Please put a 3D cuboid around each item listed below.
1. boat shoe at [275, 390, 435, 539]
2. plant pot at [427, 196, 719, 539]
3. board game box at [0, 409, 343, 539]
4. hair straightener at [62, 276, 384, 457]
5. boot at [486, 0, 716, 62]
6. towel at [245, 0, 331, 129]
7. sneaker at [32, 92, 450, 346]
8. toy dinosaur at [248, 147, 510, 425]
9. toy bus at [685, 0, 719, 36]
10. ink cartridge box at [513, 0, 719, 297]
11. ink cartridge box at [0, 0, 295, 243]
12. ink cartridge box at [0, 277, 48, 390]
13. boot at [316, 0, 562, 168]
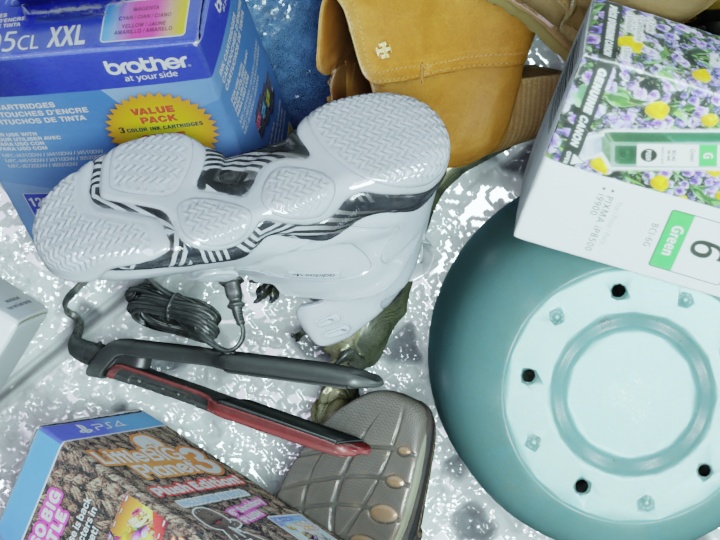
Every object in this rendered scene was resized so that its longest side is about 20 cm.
[{"bbox_3d":[-0.007,0.153,1.163,0.074,0.073,0.200,29,105,25],"label":"boat shoe"},{"bbox_3d":[0.133,0.052,1.103,0.200,0.161,0.201,0,94,3],"label":"plant pot"},{"bbox_3d":[-0.093,0.190,1.114,0.200,0.097,0.160,31,106,24],"label":"board game box"},{"bbox_3d":[-0.075,0.036,1.143,0.200,0.041,0.077,16,95,30],"label":"hair straightener"},{"bbox_3d":[0.101,-0.175,0.985,0.175,0.200,0.066,37,71,4],"label":"boot"},{"bbox_3d":[-0.083,-0.155,1.118,0.200,0.049,0.112,27,98,-23],"label":"towel"},{"bbox_3d":[-0.052,-0.011,1.049,0.200,0.115,0.075,-15,51,-9],"label":"sneaker"},{"bbox_3d":[0.000,0.000,1.157,0.088,0.047,0.200,25,95,-35],"label":"toy dinosaur"},{"bbox_3d":[0.249,-0.160,1.066,0.192,0.200,0.136,1,94,-6],"label":"toy bus"},{"bbox_3d":[0.181,-0.040,0.991,0.200,0.050,0.109,17,130,-2],"label":"ink cartridge box"},{"bbox_3d":[-0.119,-0.089,1.080,0.136,0.200,0.076,-4,51,14],"label":"ink cartridge box"},{"bbox_3d":[-0.293,0.031,1.164,0.200,0.084,0.146,32,95,1],"label":"ink cartridge box"},{"bbox_3d":[0.043,-0.151,1.104,0.144,0.071,0.201,-10,102,-37],"label":"boot"}]
